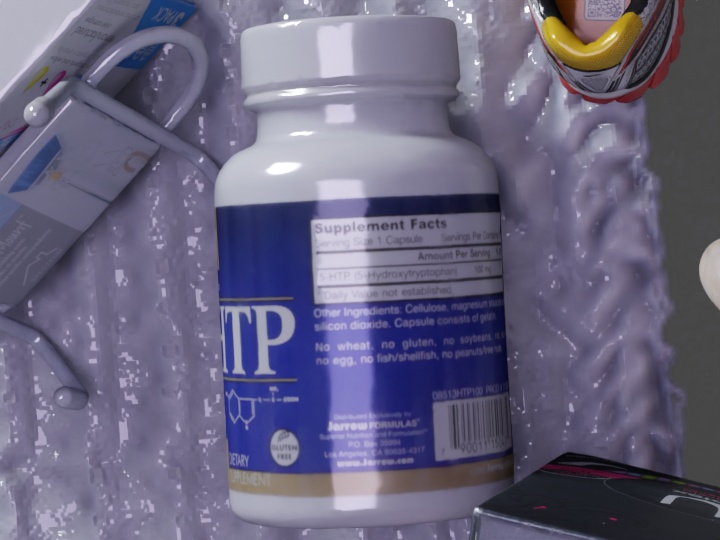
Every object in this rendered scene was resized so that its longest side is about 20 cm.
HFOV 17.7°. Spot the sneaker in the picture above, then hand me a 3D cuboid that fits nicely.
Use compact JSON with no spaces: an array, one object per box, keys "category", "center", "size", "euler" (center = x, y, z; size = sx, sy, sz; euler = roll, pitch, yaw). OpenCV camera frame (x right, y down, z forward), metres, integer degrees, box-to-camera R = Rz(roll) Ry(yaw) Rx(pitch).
[{"category":"sneaker","center":[0.099,-0.171,0.945],"size":[0.078,0.082,0.201],"euler":[-6,89,14]}]

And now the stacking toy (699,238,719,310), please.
[{"category":"stacking toy","center":[0.217,-0.057,0.899],"size":[0.085,0.085,0.200],"euler":[35,110,11]}]

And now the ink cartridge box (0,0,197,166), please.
[{"category":"ink cartridge box","center":[-0.174,-0.069,0.996],"size":[0.200,0.115,0.068],"euler":[-45,80,11]}]

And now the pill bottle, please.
[{"category":"pill bottle","center":[0.000,0.000,0.953],"size":[0.119,0.120,0.201],"euler":[-3,90,14]}]

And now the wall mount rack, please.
[{"category":"wall mount rack","center":[-0.136,-0.017,0.958],"size":[0.200,0.174,0.075],"euler":[-47,58,10]}]

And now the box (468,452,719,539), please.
[{"category":"box","center":[0.109,0.141,0.888],"size":[0.122,0.200,0.106],"euler":[12,94,13]}]
